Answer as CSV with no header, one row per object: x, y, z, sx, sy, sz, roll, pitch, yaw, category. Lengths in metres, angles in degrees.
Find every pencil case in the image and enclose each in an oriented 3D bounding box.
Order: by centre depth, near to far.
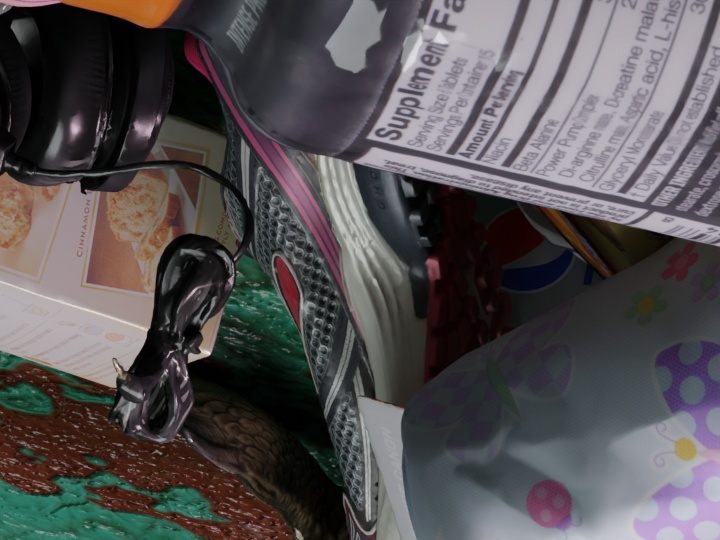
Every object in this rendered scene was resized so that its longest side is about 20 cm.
0.104,0.026,0.636,0.200,0.091,0.083,-32,135,24,pencil case

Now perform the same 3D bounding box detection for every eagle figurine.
-0.006,0.103,1.113,0.151,0.151,0.200,-21,128,-20,eagle figurine

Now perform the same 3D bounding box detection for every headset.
-0.106,-0.038,0.749,0.123,0.094,0.200,-13,-141,-45,headset

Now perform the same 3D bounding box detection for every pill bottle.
0.041,-0.066,0.527,0.199,0.107,0.106,13,158,-14,pill bottle

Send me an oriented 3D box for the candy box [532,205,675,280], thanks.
0.055,-0.054,0.695,0.117,0.056,0.200,49,-179,36,candy box

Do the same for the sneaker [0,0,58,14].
-0.062,-0.103,0.628,0.070,0.082,0.200,16,175,-16,sneaker

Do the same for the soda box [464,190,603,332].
0.094,0.011,0.885,0.199,0.064,0.068,6,154,17,soda box

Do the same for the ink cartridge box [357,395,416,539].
0.105,0.107,0.759,0.200,0.057,0.163,19,136,43,ink cartridge box

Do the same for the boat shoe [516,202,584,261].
0.146,-0.017,0.802,0.200,0.074,0.065,13,164,28,boat shoe

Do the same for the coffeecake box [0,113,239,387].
-0.149,-0.029,0.879,0.199,0.073,0.153,19,169,-14,coffeecake box

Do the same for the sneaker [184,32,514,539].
0.000,0.000,0.817,0.074,0.081,0.201,2,113,24,sneaker
